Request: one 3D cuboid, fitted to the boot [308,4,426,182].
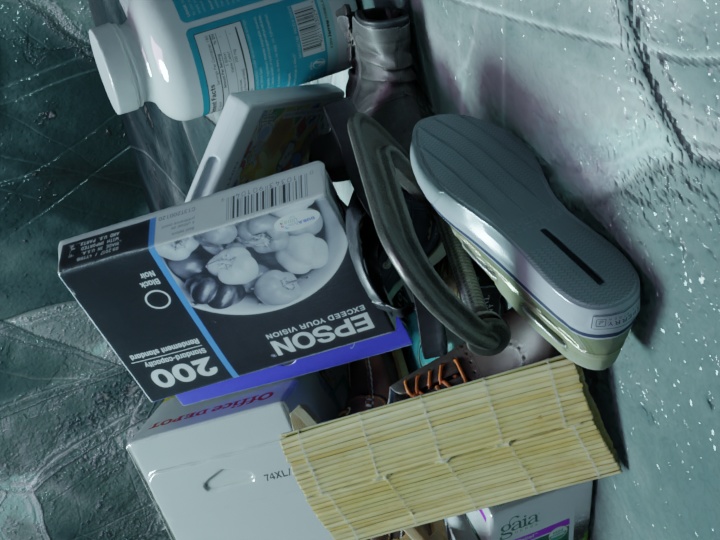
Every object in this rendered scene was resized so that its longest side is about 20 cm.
[{"bbox_3d":[0.005,-0.135,0.936,0.200,0.070,0.132,-166,64,-66],"label":"boot"}]

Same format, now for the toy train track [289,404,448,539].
[{"bbox_3d":[0.016,0.178,0.880,0.200,0.033,0.115,46,-176,12],"label":"toy train track"}]

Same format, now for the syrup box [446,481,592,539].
[{"bbox_3d":[0.114,0.196,0.914,0.200,0.079,0.081,84,162,-45],"label":"syrup box"}]

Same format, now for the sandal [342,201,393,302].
[{"bbox_3d":[-0.002,-0.019,1.042,0.201,0.080,0.057,55,-142,-41],"label":"sandal"}]

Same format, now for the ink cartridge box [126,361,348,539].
[{"bbox_3d":[-0.074,0.147,1.054,0.200,0.147,0.146,-56,-54,-65],"label":"ink cartridge box"}]

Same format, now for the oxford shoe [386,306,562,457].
[{"bbox_3d":[0.065,0.084,0.800,0.200,0.073,0.071,-54,40,29],"label":"oxford shoe"}]

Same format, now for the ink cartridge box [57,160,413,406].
[{"bbox_3d":[-0.081,0.029,0.883,0.043,0.198,0.200,-94,-17,-44],"label":"ink cartridge box"}]

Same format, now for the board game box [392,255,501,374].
[{"bbox_3d":[0.060,0.075,0.965,0.135,0.028,0.200,-133,40,-58],"label":"board game box"}]

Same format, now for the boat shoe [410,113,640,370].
[{"bbox_3d":[0.088,-0.019,0.728,0.200,0.072,0.062,55,153,40],"label":"boat shoe"}]

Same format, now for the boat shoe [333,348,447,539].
[{"bbox_3d":[0.012,0.134,0.971,0.070,0.070,0.200,110,150,-62],"label":"boat shoe"}]

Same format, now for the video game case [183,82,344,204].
[{"bbox_3d":[-0.088,-0.060,0.981,0.023,0.182,0.200,29,-162,11],"label":"video game case"}]

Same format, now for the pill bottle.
[{"bbox_3d":[-0.108,-0.186,0.979,0.111,0.200,0.111,161,90,-76],"label":"pill bottle"}]

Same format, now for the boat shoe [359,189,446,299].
[{"bbox_3d":[0.000,0.000,0.940,0.200,0.062,0.075,-41,51,49],"label":"boat shoe"}]

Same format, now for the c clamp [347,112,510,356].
[{"bbox_3d":[0.051,-0.019,0.760,0.171,0.027,0.200,48,-161,-32],"label":"c clamp"}]

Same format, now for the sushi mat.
[{"bbox_3d":[0.056,0.116,0.784,0.012,0.200,0.096,-81,-30,-59],"label":"sushi mat"}]

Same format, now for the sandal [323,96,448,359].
[{"bbox_3d":[0.010,-0.023,0.814,0.076,0.043,0.200,70,178,-60],"label":"sandal"}]
